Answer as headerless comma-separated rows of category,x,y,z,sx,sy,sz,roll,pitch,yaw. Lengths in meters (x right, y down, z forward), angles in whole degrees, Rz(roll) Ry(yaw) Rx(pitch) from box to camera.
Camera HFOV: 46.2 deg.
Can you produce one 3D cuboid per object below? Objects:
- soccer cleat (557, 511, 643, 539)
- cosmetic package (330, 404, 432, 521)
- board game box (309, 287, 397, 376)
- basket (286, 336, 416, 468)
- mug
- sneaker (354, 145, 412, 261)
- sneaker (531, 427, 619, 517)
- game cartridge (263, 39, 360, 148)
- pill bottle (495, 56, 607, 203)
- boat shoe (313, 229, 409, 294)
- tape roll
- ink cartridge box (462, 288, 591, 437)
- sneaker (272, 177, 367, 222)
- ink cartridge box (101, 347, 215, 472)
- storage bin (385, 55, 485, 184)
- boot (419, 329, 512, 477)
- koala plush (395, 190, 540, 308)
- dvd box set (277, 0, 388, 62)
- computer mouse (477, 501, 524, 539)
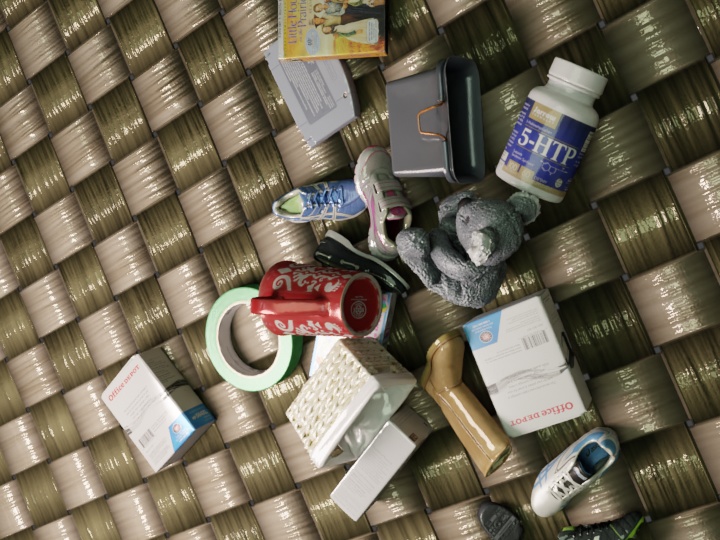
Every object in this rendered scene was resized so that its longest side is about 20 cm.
soccer cleat,0.381,0.452,1.408,0.200,0.067,0.082,-45,73,20
cosmetic package,0.038,0.348,1.532,0.074,0.101,0.202,38,109,13
board game box,-0.015,0.118,1.561,0.132,0.034,0.204,17,103,22
basket,-0.021,0.225,1.476,0.123,0.135,0.201,45,111,27
mug,-0.079,0.066,1.455,0.197,0.177,0.135,3,124,42
sneaker,0.050,-0.117,1.460,0.088,0.080,0.204,4,109,65
sneaker,0.351,0.339,1.405,0.072,0.072,0.201,42,113,11
game cartridge,-0.083,-0.343,1.531,0.132,0.040,0.203,-28,85,28
pill bottle,0.304,-0.221,1.326,0.118,0.119,0.203,27,107,18
boat shoe,0.000,0.000,1.505,0.198,0.076,0.061,30,78,35
tape roll,-0.208,0.130,1.644,0.196,0.048,0.205,4,99,24
ink cartridge box,0.279,0.154,1.405,0.143,0.083,0.204,-23,88,25
sneaker,-0.070,-0.122,1.531,0.196,0.077,0.077,-12,90,24
ink cartridge box,-0.417,0.283,1.737,0.146,0.084,0.201,-45,78,22
storage bin,0.116,-0.241,1.406,0.132,0.145,0.205,-3,96,34
boot,0.186,0.220,1.416,0.201,0.065,0.177,54,154,28
koala plush,0.192,-0.048,1.339,0.185,0.176,0.200,53,147,2
dvd box set,-0.049,-0.446,1.476,0.195,0.029,0.150,1,89,14
computer mouse,0.283,0.484,1.481,0.059,0.034,0.200,-44,83,-3
